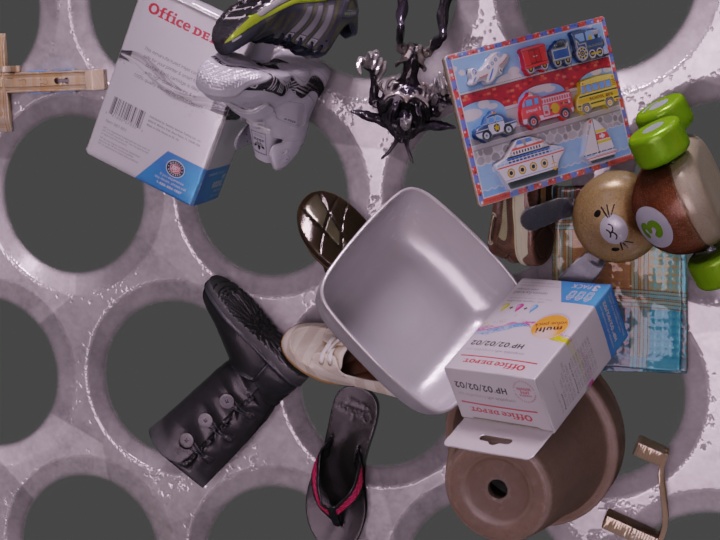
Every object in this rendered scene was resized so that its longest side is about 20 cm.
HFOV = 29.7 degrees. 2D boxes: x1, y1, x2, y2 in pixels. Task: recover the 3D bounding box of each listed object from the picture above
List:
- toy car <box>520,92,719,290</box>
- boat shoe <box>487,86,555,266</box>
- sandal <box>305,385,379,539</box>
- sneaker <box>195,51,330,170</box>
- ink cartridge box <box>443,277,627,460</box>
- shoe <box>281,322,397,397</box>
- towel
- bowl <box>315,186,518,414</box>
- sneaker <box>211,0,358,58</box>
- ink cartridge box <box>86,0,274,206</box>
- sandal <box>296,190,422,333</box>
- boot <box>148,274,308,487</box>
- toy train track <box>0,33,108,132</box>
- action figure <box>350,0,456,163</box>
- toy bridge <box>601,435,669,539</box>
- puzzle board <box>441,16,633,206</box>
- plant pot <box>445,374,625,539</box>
[{"bbox_3d":[0.264,-0.051,1.359,0.198,0.158,0.166,-24,103,24],"label":"toy car"},{"bbox_3d":[0.165,-0.110,1.435,0.074,0.074,0.206,8,94,36],"label":"boat shoe"},{"bbox_3d":[-0.025,0.231,1.559,0.074,0.045,0.203,13,102,14],"label":"sandal"},{"bbox_3d":[-0.109,-0.167,1.443,0.074,0.199,0.116,27,112,26],"label":"sneaker"},{"bbox_3d":[0.166,0.093,1.350,0.114,0.200,0.069,3,127,42],"label":"ink cartridge box"},{"bbox_3d":[0.006,0.098,1.512,0.197,0.054,0.071,17,67,7],"label":"shoe"},{"bbox_3d":[0.275,0.011,1.447,0.144,0.022,0.204,1,99,16],"label":"towel"},{"bbox_3d":[0.058,0.039,1.443,0.200,0.200,0.075,44,150,-3],"label":"bowl"},{"bbox_3d":[-0.069,-0.257,1.426,0.073,0.199,0.082,6,118,51],"label":"sneaker"},{"bbox_3d":[-0.199,-0.197,1.519,0.144,0.084,0.202,26,106,12],"label":"ink cartridge box"},{"bbox_3d":[0.000,0.000,1.510,0.200,0.082,0.055,43,143,-5],"label":"sandal"},{"bbox_3d":[-0.177,0.130,1.583,0.165,0.066,0.200,47,113,6],"label":"boot"},{"bbox_3d":[-0.394,-0.222,1.599,0.197,0.033,0.117,0,99,15],"label":"toy train track"},{"bbox_3d":[0.052,-0.212,1.435,0.117,0.102,0.203,8,100,3],"label":"action figure"},{"bbox_3d":[0.297,0.285,1.483,0.066,0.027,0.203,22,105,11],"label":"toy bridge"},{"bbox_3d":[0.186,-0.164,1.380,0.198,0.017,0.153,-17,96,-24],"label":"puzzle board"},{"bbox_3d":[0.165,0.197,1.419,0.197,0.174,0.204,7,108,21],"label":"plant pot"}]
